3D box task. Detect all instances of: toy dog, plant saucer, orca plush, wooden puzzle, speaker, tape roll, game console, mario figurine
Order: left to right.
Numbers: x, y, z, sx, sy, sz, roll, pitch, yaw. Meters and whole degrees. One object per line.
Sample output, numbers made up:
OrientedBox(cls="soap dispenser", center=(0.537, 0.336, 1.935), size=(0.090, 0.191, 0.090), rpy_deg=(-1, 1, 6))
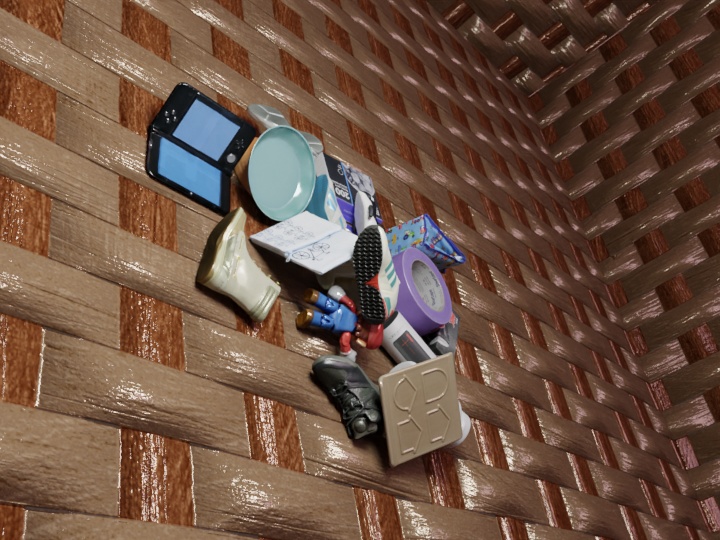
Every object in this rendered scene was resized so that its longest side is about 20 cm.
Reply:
OrientedBox(cls="game console", center=(-0.305, -0.237, 1.508), size=(0.199, 0.173, 0.119), rpy_deg=(29, 12, -40))
OrientedBox(cls="plant saucer", center=(-0.203, -0.220, 1.723), size=(0.200, 0.037, 0.201), rpy_deg=(37, 35, -31))
OrientedBox(cls="plant saucer", center=(-0.175, -0.207, 1.639), size=(0.199, 0.036, 0.202), rpy_deg=(-8, 100, -50))
OrientedBox(cls="mario figurine", center=(-0.042, 0.113, 1.592), size=(0.199, 0.124, 0.106), rpy_deg=(26, 15, -26))
OrientedBox(cls="toy dog", center=(0.000, 0.000, 1.703), size=(0.200, 0.138, 0.196), rpy_deg=(-60, 140, -64))
OrientedBox(cls="orca plush", center=(0.037, -0.100, 1.856), size=(0.070, 0.106, 0.201), rpy_deg=(4, 48, -25))
OrientedBox(cls="speaker", center=(0.116, 0.189, 1.751), size=(0.200, 0.081, 0.081), rpy_deg=(51, 29, -12))
OrientedBox(cls="tape roll", center=(0.129, 0.053, 1.837), size=(0.200, 0.085, 0.201), rpy_deg=(38, 37, -35))
OrientedBox(cls="wooden puzzle", center=(0.117, 0.276, 1.548), size=(0.199, 0.046, 0.187), rpy_deg=(-15, 102, -34))

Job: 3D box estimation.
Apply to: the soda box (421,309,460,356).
OrientedBox(cls="soda box", center=(0.198, 0.165, 1.918), size=(0.071, 0.063, 0.201), rpy_deg=(47, 30, -17))

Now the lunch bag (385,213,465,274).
OrientedBox(cls="lunch bag", center=(0.164, -0.039, 1.976), size=(0.200, 0.150, 0.095), rpy_deg=(35, 49, -40))

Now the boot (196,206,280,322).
OrientedBox(cls="boot", center=(-0.217, -0.012, 1.455), size=(0.154, 0.072, 0.201), rpy_deg=(40, 38, -26))

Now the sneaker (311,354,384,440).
OrientedBox(cls="sneaker", center=(-0.017, 0.249, 1.491), size=(0.200, 0.076, 0.115), rpy_deg=(47, 23, -28))

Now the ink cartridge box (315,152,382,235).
OrientedBox(cls="ink cartridge box", center=(-0.026, -0.182, 1.950), size=(0.197, 0.043, 0.202), rpy_deg=(22, 45, -46))

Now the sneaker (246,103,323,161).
OrientedBox(cls="sneaker", center=(-0.182, -0.300, 1.734), size=(0.200, 0.081, 0.070), rpy_deg=(37, 36, 6))

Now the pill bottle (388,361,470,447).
OrientedBox(cls="pill bottle", center=(0.144, 0.294, 1.653), size=(0.200, 0.113, 0.114), rpy_deg=(41, 32, -25))

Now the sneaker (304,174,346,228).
OrientedBox(cls="sneaker", center=(-0.079, -0.132, 1.795), size=(0.081, 0.076, 0.202), rpy_deg=(30, 44, -50))

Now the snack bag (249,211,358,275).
OrientedBox(cls="snack bag", center=(-0.095, -0.059, 1.579), size=(0.199, 0.022, 0.188), rpy_deg=(26, 34, 30))

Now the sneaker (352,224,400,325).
OrientedBox(cls="sneaker", center=(0.038, 0.004, 1.560), size=(0.093, 0.070, 0.202), rpy_deg=(-22, 109, -61))
